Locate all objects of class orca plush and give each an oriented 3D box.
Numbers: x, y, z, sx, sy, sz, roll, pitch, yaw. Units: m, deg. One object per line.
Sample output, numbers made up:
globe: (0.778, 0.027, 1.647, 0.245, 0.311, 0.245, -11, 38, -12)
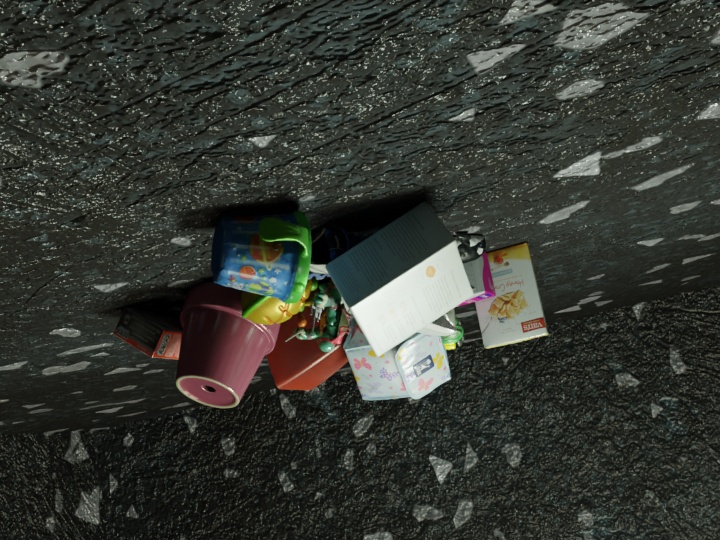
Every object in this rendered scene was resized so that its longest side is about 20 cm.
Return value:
orca plush: (0.167, -0.025, 1.597, 0.197, 0.073, 0.104, 0, 163, -42)

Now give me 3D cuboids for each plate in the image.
plate: (0.068, 0.075, 1.556, 0.195, 0.033, 0.200, 18, -172, -13)

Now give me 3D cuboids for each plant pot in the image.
plant pot: (-0.268, 0.152, 1.571, 0.195, 0.182, 0.202, 11, 148, 7)
plant pot: (-0.104, 0.133, 1.799, 0.173, 0.204, 0.199, -25, 165, 14)

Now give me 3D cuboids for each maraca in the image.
maraca: (-0.136, 0.026, 1.494, 0.198, 0.108, 0.137, -35, -179, -25)

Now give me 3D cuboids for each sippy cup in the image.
sippy cup: (-0.152, -0.024, 1.215, 0.127, 0.141, 0.181, 5, 124, -20)

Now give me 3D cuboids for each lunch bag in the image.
lunch bag: (0.079, 0.175, 1.702, 0.195, 0.129, 0.172, -6, 131, 14)

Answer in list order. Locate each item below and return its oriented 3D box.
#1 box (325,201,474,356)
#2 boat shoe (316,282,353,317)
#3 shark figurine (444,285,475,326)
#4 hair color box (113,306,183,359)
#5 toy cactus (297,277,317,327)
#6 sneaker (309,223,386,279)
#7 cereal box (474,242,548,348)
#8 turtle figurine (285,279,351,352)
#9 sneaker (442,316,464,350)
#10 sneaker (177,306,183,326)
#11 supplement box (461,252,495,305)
box: (0.067, 0.015, 1.345, 0.197, 0.107, 0.153, -32, 139, -3)
boat shoe: (-0.015, 0.063, 1.690, 0.084, 0.077, 0.201, 12, -167, 27)
shark figurine: (0.177, 0.037, 1.639, 0.088, 0.130, 0.215, -27, 161, -6)
hair color box: (-0.401, 0.134, 1.690, 0.109, 0.065, 0.199, 26, 180, 22)
toy cactus: (-0.183, 0.054, 1.620, 0.196, 0.105, 0.164, -9, 161, 33)
sneaker: (-0.016, -0.033, 1.381, 0.194, 0.083, 0.115, -9, 170, -2)
cereal box: (0.319, 0.056, 1.789, 0.141, 0.205, 0.039, -15, 167, 16)
turtle figurine: (-0.067, 0.084, 1.517, 0.099, 0.203, 0.150, 26, 132, -13)
sneaker: (0.125, 0.123, 1.781, 0.195, 0.079, 0.086, -6, 134, 10)
sneaker: (-0.321, 0.108, 1.748, 0.086, 0.078, 0.198, -13, 169, 38)
supplement box: (0.180, 0.027, 1.771, 0.196, 0.106, 0.101, -18, 166, 23)
